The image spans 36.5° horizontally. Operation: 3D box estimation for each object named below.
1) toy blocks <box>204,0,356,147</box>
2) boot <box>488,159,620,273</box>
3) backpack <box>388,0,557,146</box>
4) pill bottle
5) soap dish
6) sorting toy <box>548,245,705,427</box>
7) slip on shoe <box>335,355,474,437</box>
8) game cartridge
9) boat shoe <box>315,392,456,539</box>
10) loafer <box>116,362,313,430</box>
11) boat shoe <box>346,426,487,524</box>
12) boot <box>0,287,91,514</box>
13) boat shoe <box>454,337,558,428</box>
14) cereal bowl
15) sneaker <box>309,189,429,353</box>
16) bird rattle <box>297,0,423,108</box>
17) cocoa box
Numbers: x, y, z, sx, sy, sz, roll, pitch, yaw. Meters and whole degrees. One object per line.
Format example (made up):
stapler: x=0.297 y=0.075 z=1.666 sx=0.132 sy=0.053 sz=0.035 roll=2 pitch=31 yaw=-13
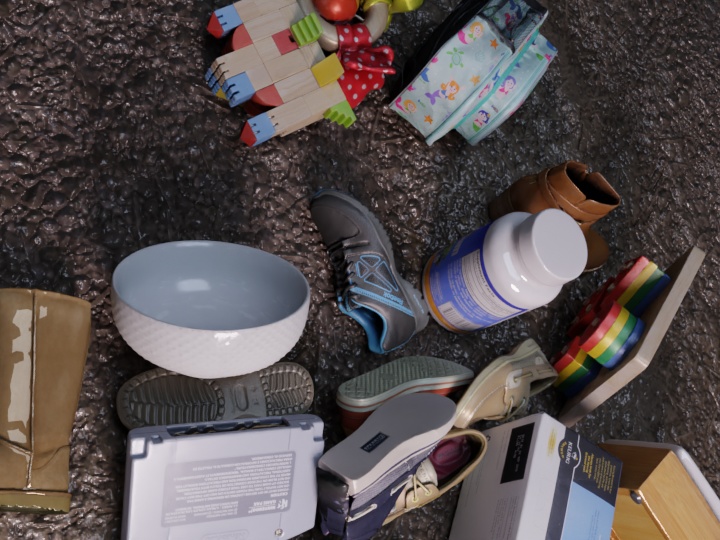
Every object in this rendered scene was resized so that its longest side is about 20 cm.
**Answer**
toy blocks: x=-0.112 y=-0.230 z=1.248 sx=0.136 sy=0.100 sz=0.202 roll=-27 pitch=89 yaw=-25
boot: x=0.281 y=-0.071 z=1.399 sx=0.199 sy=0.155 sz=0.078 roll=31 pitch=59 yaw=-21
backpack: x=0.133 y=-0.246 z=1.354 sx=0.151 sy=0.177 sz=0.200 roll=47 pitch=59 yaw=-3
pill bottle: x=0.168 y=-0.002 z=1.272 sx=0.111 sy=0.199 sz=0.114 roll=12 pitch=67 yaw=-29
soap dish: x=0.346 y=0.284 z=1.301 sx=0.081 sy=0.200 sz=0.158 roll=-35 pitch=94 yaw=-17
sorting toy: x=0.314 y=0.069 z=1.354 sx=0.069 sy=0.199 sz=0.201 roll=37 pitch=56 yaw=3
slip on shoe: x=0.051 y=0.142 z=1.237 sx=0.198 sy=0.074 sz=0.062 roll=-15 pitch=116 yaw=-42
game cartridge: x=-0.134 y=0.212 z=1.061 sx=0.197 sy=0.040 sz=0.136 roll=0 pitch=103 yaw=-28
boat shoe: x=0.026 y=0.206 z=1.140 sx=0.199 sy=0.074 sz=0.094 roll=-25 pitch=128 yaw=-41
loafer: x=-0.147 y=0.135 z=1.104 sx=0.197 sy=0.068 sz=0.077 roll=-1 pitch=73 yaw=-17
boat shoe: x=0.060 y=0.222 z=1.205 sx=0.199 sy=0.066 sz=0.075 roll=-27 pitch=89 yaw=-36
boot: x=-0.334 y=0.115 z=0.992 sx=0.174 sy=0.066 sz=0.203 roll=16 pitch=65 yaw=-41
boat shoe: x=0.171 y=0.142 z=1.282 sx=0.065 sy=0.072 sz=0.199 roll=45 pitch=36 yaw=15
cereal bowl: x=-0.149 y=0.047 z=1.080 sx=0.198 sy=0.199 sz=0.084 roll=-12 pitch=121 yaw=-35
sneaker: x=0.000 y=0.000 z=1.241 sx=0.082 sy=0.073 sz=0.201 roll=-38 pitch=95 yaw=-36
bird rattle: x=-0.016 y=-0.313 z=1.351 sx=0.162 sy=0.113 sz=0.202 roll=30 pitch=72 yaw=-8
cocoa box: x=0.193 y=0.287 z=1.227 sx=0.130 sy=0.133 sz=0.202 roll=31 pitch=58 yaw=-21
